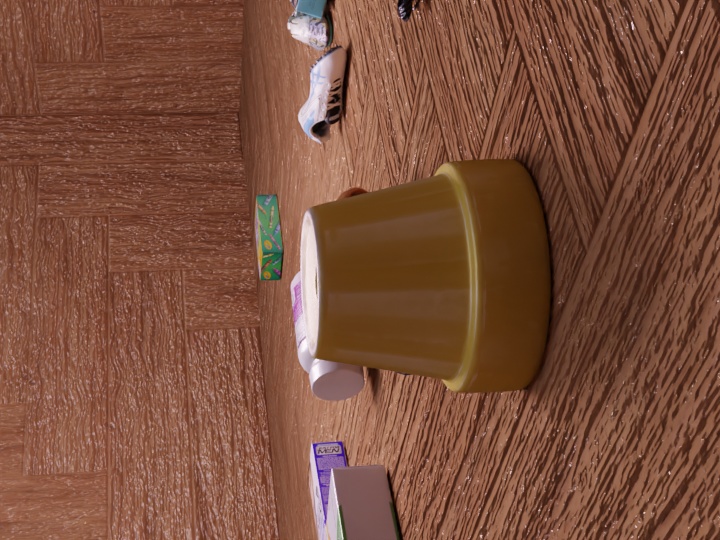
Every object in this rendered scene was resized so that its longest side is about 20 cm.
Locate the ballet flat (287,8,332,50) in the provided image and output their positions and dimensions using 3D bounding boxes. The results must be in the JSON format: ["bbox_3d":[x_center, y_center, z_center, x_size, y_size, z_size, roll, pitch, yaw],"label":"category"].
[{"bbox_3d":[-0.098,-0.442,2.118,0.201,0.071,0.073,-117,26,-67],"label":"ballet flat"}]

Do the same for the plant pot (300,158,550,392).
[{"bbox_3d":[0.046,0.007,1.010,0.201,0.186,0.204,178,90,-81],"label":"plant pot"}]

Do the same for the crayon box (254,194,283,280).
[{"bbox_3d":[-0.246,-0.089,3.099,0.120,0.057,0.202,101,164,-51],"label":"crayon box"}]

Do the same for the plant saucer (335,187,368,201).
[{"bbox_3d":[0.000,0.000,1.435,0.200,0.037,0.203,-10,-90,-68],"label":"plant saucer"}]

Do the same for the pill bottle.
[{"bbox_3d":[-0.046,0.095,1.799,0.113,0.111,0.202,100,164,-50],"label":"pill bottle"}]

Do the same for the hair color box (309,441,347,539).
[{"bbox_3d":[-0.048,0.409,2.025,0.201,0.064,0.110,-102,13,-52],"label":"hair color box"}]

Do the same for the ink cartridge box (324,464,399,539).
[{"bbox_3d":[-0.001,0.403,1.676,0.146,0.083,0.202,-103,14,-47],"label":"ink cartridge box"}]

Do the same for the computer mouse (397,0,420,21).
[{"bbox_3d":[0.053,-0.400,1.310,0.201,0.052,0.140,83,178,-47],"label":"computer mouse"}]

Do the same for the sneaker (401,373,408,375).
[{"bbox_3d":[0.044,0.028,1.348,0.084,0.077,0.202,-8,107,40],"label":"sneaker"}]

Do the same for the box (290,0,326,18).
[{"bbox_3d":[-0.094,-0.515,2.078,0.200,0.048,0.083,-114,40,-66],"label":"box"}]

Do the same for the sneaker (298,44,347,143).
[{"bbox_3d":[-0.052,-0.293,1.927,0.073,0.071,0.201,47,147,17],"label":"sneaker"}]
